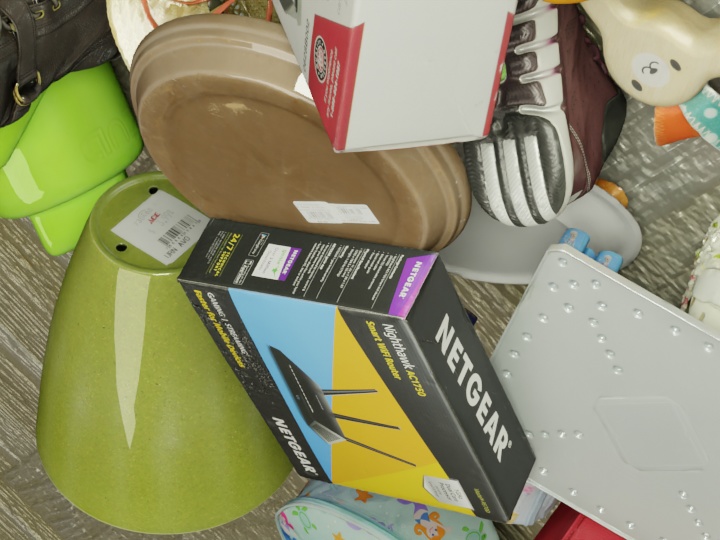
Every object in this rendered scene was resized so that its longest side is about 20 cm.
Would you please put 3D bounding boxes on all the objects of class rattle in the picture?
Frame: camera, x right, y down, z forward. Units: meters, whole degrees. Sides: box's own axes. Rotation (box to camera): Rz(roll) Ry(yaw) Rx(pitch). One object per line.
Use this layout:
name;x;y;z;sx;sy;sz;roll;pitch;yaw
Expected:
rattle;0.144;-0.097;1.089;0.129;0.144;0.201;9;135;8

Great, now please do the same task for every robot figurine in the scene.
robot figurine;-0.220;-0.115;1.501;0.176;0.115;0.201;-114;-1;-75

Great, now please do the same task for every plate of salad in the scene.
plate of salad;0.068;-0.042;1.311;0.198;0.048;0.200;12;160;4

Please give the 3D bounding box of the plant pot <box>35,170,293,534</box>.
plant pot;-0.127;0.038;1.483;0.186;0.187;0.201;28;141;22

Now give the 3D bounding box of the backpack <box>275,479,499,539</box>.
backpack;0.022;0.226;1.664;0.177;0.151;0.201;23;141;32

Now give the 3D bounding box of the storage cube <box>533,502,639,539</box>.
storage cube;0.186;0.225;1.419;0.200;0.180;0.171;39;151;3

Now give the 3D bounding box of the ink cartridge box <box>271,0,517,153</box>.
ink cartridge box;0.004;-0.177;1.070;0.148;0.082;0.201;100;156;-43

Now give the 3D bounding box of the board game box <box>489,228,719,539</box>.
board game box;0.168;0.084;1.266;0.199;0.026;0.201;30;142;5

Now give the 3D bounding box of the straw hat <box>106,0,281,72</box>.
straw hat;-0.035;-0.156;1.263;0.199;0.085;0.203;4;103;18

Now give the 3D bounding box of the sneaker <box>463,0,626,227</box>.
sneaker;0.091;-0.128;1.177;0.075;0.115;0.202;-2;97;30

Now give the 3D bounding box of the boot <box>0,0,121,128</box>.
boot;-0.187;-0.164;1.333;0.069;0.174;0.201;30;133;21

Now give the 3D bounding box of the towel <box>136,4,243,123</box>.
towel;-0.063;-0.101;1.419;0.171;0.048;0.200;37;150;8

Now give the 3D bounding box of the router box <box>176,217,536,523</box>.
router box;0.001;0.057;1.272;0.148;0.051;0.201;9;147;30

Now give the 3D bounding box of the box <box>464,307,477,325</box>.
box;0.000;0.000;1.350;0.199;0.033;0.121;33;180;14

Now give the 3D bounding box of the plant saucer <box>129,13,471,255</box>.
plant saucer;-0.037;-0.060;1.192;0.198;0.030;0.201;20;151;11

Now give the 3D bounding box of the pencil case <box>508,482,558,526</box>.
pencil case;0.120;0.091;1.417;0.091;0.083;0.200;60;155;15

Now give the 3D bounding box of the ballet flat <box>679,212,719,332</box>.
ballet flat;0.206;0.037;1.263;0.075;0.064;0.201;30;148;18
